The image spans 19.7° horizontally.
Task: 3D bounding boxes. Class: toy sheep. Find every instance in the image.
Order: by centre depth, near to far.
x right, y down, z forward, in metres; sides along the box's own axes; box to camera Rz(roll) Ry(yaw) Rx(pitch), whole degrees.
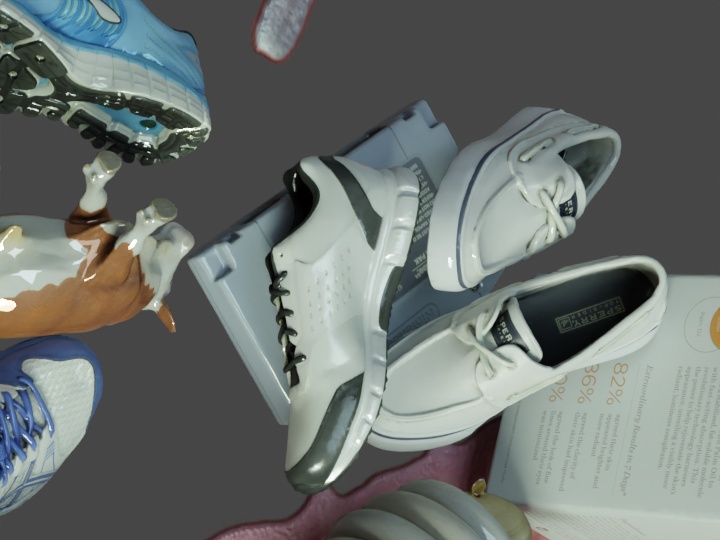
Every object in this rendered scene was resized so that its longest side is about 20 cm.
[{"bbox_3d":[0.027,0.195,1.174,0.200,0.138,0.138,-37,103,-36],"label":"toy sheep"}]

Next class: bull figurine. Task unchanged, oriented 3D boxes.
[{"bbox_3d":[-0.164,-0.006,1.087,0.199,0.122,0.065,-10,57,-31],"label":"bull figurine"}]

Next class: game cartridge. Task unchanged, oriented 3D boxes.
[{"bbox_3d":[0.000,0.000,1.246,0.200,0.041,0.134,-36,107,-33],"label":"game cartridge"}]

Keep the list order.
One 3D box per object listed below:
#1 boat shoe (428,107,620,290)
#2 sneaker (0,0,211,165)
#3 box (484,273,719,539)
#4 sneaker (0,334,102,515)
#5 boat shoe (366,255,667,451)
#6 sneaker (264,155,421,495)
[{"bbox_3d":[0.101,-0.043,1.236,0.200,0.065,0.072,-38,131,-57],"label":"boat shoe"},{"bbox_3d":[-0.171,-0.133,1.141,0.199,0.078,0.090,27,49,-32],"label":"sneaker"},{"bbox_3d":[0.197,0.091,1.254,0.106,0.199,0.153,35,64,-47],"label":"box"},{"bbox_3d":[-0.196,0.101,1.061,0.200,0.088,0.075,-41,104,-34],"label":"sneaker"},{"bbox_3d":[0.087,0.043,1.193,0.199,0.066,0.072,-18,71,-5],"label":"boat shoe"},{"bbox_3d":[-0.024,0.027,1.171,0.080,0.074,0.201,17,67,-19],"label":"sneaker"}]
